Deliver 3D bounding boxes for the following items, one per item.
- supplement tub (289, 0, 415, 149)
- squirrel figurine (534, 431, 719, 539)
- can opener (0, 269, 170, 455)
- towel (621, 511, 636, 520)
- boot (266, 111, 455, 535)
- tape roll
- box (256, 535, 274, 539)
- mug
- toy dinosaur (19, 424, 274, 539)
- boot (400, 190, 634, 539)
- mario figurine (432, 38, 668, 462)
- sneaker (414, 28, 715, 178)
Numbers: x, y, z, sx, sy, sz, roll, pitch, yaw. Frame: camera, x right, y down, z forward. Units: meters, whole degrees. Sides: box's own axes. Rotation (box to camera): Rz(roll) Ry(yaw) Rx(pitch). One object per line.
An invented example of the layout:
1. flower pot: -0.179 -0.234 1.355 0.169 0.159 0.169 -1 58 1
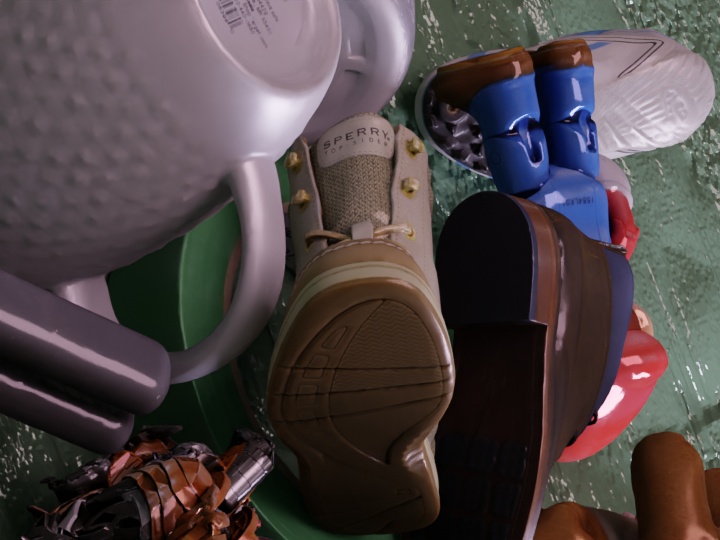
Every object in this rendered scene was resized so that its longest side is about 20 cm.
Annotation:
1. supplement tub: -0.038 -0.159 1.252 0.123 0.122 0.200 41 32 -32
2. squirrel figurine: 0.152 0.174 1.261 0.142 0.186 0.200 55 41 -55
3. can opener: -0.164 0.000 1.044 0.200 0.053 0.067 26 38 -23
4. towel: 0.191 0.239 1.429 0.191 0.032 0.200 32 49 -39
5. boot: 0.000 0.000 1.134 0.200 0.072 0.155 84 4 -61
6. tape roll: -0.024 0.047 1.237 0.200 0.048 0.201 29 51 -42
7. box: -0.014 0.208 1.052 0.075 0.100 0.200 16 35 -34
8. mug: -0.092 -0.054 1.094 0.148 0.175 0.200 -10 80 -54
9. toy dinosaur: -0.085 0.105 1.046 0.102 0.136 0.200 52 -7 4
10. boot: 0.077 0.071 1.222 0.097 0.075 0.201 9 88 -49
11. mario figurine: 0.080 -0.005 1.379 0.106 0.123 0.200 140 -60 -87
12. sneaker: 0.098 -0.088 1.467 0.200 0.072 0.072 -8 107 -42
